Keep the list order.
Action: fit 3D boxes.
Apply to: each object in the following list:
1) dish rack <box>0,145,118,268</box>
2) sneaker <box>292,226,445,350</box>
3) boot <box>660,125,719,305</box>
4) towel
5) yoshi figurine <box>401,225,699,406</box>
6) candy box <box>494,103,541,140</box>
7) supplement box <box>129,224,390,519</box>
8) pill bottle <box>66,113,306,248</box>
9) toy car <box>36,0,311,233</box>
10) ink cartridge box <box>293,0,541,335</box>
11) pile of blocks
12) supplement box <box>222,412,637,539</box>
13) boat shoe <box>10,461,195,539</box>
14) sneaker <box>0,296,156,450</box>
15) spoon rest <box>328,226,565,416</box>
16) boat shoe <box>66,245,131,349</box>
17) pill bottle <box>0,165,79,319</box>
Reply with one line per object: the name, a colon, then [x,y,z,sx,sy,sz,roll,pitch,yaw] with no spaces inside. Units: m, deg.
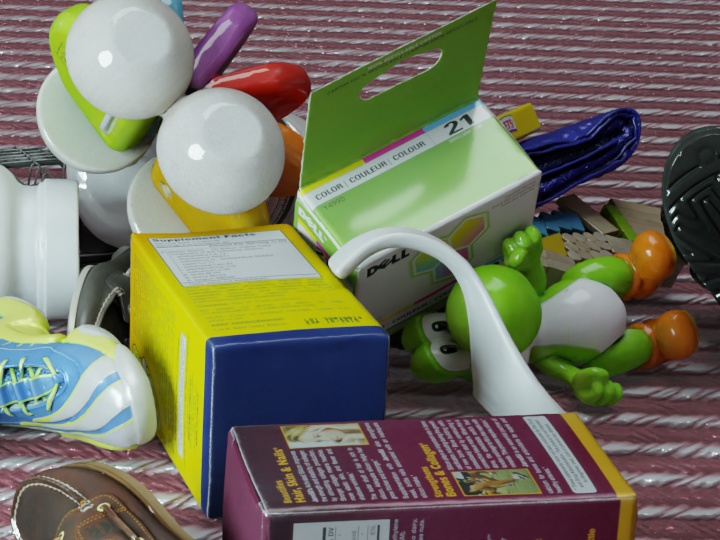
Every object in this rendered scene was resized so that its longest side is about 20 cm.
dish rack: [-0.274,-0.051,1.835,0.152,0.055,0.200,-4,19,-23]
sneaker: [0.000,0.000,1.697,0.199,0.078,0.085,15,17,30]
boot: [0.247,-0.036,1.656,0.079,0.212,0.158,-27,31,5]
towel: [0.100,-0.060,1.789,0.147,0.050,0.200,-23,3,-35]
yoshi figurine: [0.127,0.029,1.585,0.199,0.113,0.112,-10,30,-26]
candy box: [0.045,-0.077,1.749,0.102,0.027,0.200,-23,2,31]
supplement box: [-0.066,0.057,1.469,0.108,0.110,0.200,-3,21,-18]
pill bottle: [-0.114,-0.073,1.787,0.116,0.117,0.200,15,9,30]
toy car: [-0.110,-0.111,1.603,0.150,0.200,0.175,-44,-1,-23]
ink cartridge box: [0.037,-0.056,1.537,0.147,0.201,0.076,-28,63,-21]
pile of blocks: [0.152,-0.004,1.732,0.082,0.062,0.199,42,31,28]
supplement box: [0.033,0.137,1.286,0.198,0.086,0.110,-1,20,-13]
boat shoe: [-0.124,0.153,1.242,0.070,0.071,0.199,-9,22,-41]
sneaker: [-0.206,0.077,1.471,0.105,0.076,0.199,-24,23,-30]
spoon rest: [0.073,0.041,1.477,0.200,0.061,0.099,41,3,-12]
boat shoe: [-0.149,0.023,1.618,0.057,0.067,0.200,1,15,7]
pill bottle: [-0.287,-0.015,1.633,0.198,0.117,0.116,1,19,-8]
